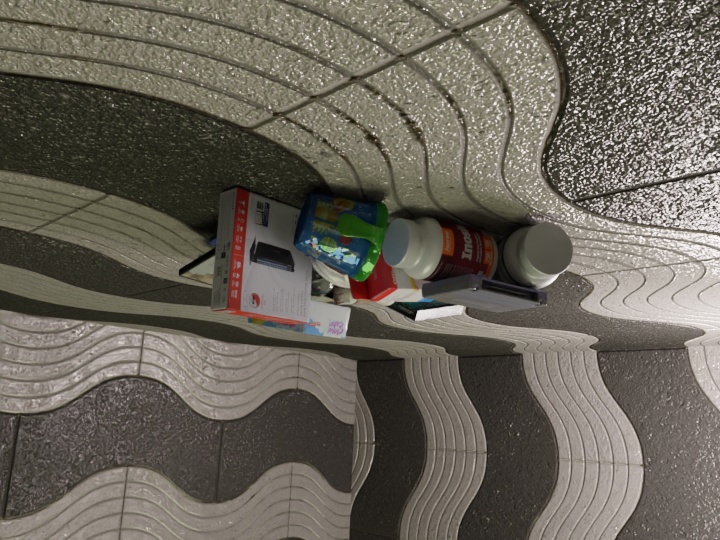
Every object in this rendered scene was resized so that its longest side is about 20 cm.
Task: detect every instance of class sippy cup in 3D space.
[{"bbox_3d":[-0.038,-0.065,1.035,0.129,0.141,0.178,17,139,-15],"label":"sippy cup"}]

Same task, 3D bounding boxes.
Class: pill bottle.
[{"bbox_3d":[0.144,-0.033,1.139,0.198,0.115,0.113,10,165,-31],"label":"pill bottle"},{"bbox_3d":[0.306,-0.016,1.175,0.114,0.118,0.200,5,167,-11],"label":"pill bottle"}]

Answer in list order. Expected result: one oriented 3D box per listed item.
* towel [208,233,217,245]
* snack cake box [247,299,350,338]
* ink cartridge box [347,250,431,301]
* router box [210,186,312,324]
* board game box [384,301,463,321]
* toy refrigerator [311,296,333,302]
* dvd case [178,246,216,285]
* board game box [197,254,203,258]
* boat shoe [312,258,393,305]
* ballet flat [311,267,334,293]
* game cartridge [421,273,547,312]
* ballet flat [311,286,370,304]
[{"bbox_3d":[-0.177,-0.046,1.215,0.144,0.024,0.199,-22,148,28],"label":"towel"},{"bbox_3d":[-0.131,0.094,1.305,0.114,0.068,0.199,16,171,-42],"label":"snack cake box"},{"bbox_3d":[0.069,-0.006,1.192,0.198,0.118,0.067,2,157,-38],"label":"ink cartridge box"},{"bbox_3d":[-0.162,-0.020,1.072,0.048,0.203,0.178,-9,164,41],"label":"router box"},{"bbox_3d":[0.127,0.069,1.405,0.134,0.029,0.199,25,-164,35],"label":"board game box"},{"bbox_3d":[-0.022,0.019,1.369,0.198,0.071,0.076,-12,-165,33],"label":"toy refrigerator"},{"bbox_3d":[-0.247,0.007,1.275,0.142,0.018,0.199,-25,149,35],"label":"dvd case"},{"bbox_3d":[-0.266,-0.001,1.433,0.149,0.037,0.200,8,177,8],"label":"board game box"},{"bbox_3d":[0.000,0.000,1.228,0.198,0.072,0.069,24,143,-20],"label":"boat shoe"},{"bbox_3d":[-0.149,0.015,1.241,0.197,0.064,0.068,-5,-147,-10],"label":"ballet flat"},{"bbox_3d":[0.222,0.042,1.124,0.198,0.039,0.129,12,168,-34],"label":"game cartridge"},{"bbox_3d":[-0.057,0.040,1.307,0.198,0.069,0.067,11,-150,23],"label":"ballet flat"}]
